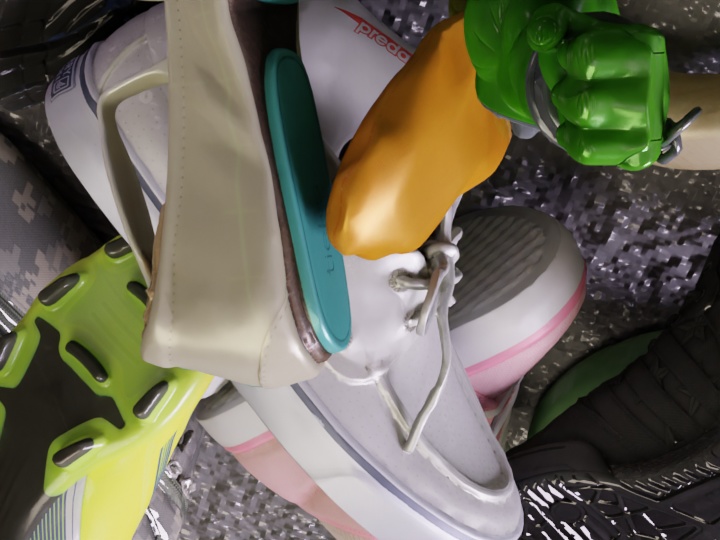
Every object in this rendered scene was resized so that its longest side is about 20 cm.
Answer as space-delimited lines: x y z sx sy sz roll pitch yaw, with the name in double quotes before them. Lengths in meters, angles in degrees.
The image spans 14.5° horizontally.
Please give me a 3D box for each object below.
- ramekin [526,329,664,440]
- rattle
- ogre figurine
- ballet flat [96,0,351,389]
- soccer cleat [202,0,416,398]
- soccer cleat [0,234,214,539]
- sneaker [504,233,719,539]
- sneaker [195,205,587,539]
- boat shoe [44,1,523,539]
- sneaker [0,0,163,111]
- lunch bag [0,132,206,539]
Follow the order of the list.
"ramekin" 0.145 0.119 1.001 0.199 0.098 0.200 12 142 9
"rattle" 0.111 -0.040 0.791 0.199 0.143 0.130 27 124 -1
"ogre figurine" 0.051 -0.117 0.696 0.098 0.201 0.120 -18 173 -13
"ballet flat" -0.044 -0.067 0.785 0.069 0.201 0.069 -3 173 0
"soccer cleat" -0.023 -0.014 0.932 0.085 0.069 0.200 27 139 9
"soccer cleat" -0.094 0.068 0.922 0.065 0.201 0.084 35 -170 22
"sneaker" 0.121 0.031 0.896 0.199 0.104 0.060 -23 126 41
"sneaker" 0.033 0.048 0.972 0.105 0.075 0.200 46 145 -14
"boat shoe" 0.001 -0.002 0.847 0.086 0.075 0.202 -35 98 24
"sneaker" -0.099 -0.118 0.842 0.075 0.079 0.200 -21 154 -5
"lunch bag" -0.157 0.065 1.007 0.139 0.168 0.200 -10 135 33
